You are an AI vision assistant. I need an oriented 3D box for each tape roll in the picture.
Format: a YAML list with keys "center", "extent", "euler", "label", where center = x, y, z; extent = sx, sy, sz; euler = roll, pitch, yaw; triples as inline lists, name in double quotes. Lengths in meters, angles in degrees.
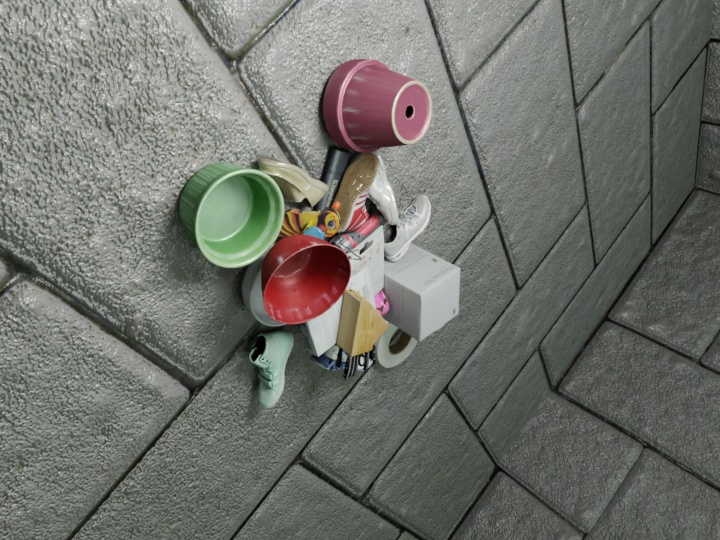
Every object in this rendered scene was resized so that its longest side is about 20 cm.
- center: [0.113, 0.207, 1.758]
  extent: [0.202, 0.037, 0.205]
  euler: [-26, 130, -35]
  label: "tape roll"

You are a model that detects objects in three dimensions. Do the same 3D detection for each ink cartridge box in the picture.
- center: [0.000, 0.000, 1.435]
  extent: [0.160, 0.047, 0.202]
  euler: [-41, 140, -41]
  label: "ink cartridge box"
- center: [-0.057, 0.093, 1.373]
  extent: [0.199, 0.057, 0.164]
  euler: [-38, 136, -28]
  label: "ink cartridge box"

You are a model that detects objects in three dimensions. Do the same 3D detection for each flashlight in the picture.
- center: [0.006, -0.109, 1.433]
  extent: [0.200, 0.068, 0.068]
  euler: [-45, -177, -22]
  label: "flashlight"

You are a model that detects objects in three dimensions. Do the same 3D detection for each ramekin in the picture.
- center: [-0.259, -0.116, 1.118]
  extent: [0.199, 0.097, 0.202]
  euler: [-25, 130, -34]
  label: "ramekin"

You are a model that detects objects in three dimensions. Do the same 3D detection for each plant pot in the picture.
- center: [0.048, -0.348, 1.218]
  extent: [0.199, 0.178, 0.202]
  euler: [-21, 121, -39]
  label: "plant pot"

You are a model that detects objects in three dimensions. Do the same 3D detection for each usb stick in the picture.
- center: [-0.072, -0.191, 1.320]
  extent: [0.055, 0.032, 0.202]
  euler: [0, 113, -47]
  label: "usb stick"

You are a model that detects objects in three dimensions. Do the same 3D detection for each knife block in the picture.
- center: [-0.020, 0.164, 1.370]
  extent: [0.176, 0.064, 0.200]
  euler: [-50, 140, -9]
  label: "knife block"

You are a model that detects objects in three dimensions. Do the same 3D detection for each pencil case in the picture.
- center: [-0.023, 0.114, 1.519]
  extent: [0.199, 0.090, 0.095]
  euler: [-28, 99, -32]
  label: "pencil case"

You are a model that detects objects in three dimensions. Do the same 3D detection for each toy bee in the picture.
- center: [-0.088, -0.108, 1.254]
  extent: [0.198, 0.131, 0.110]
  euler: [10, 108, -20]
  label: "toy bee"

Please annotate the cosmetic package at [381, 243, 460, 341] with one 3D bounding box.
- center: [0.151, 0.055, 1.576]
  extent: [0.167, 0.199, 0.168]
  euler: [-30, 132, -32]
  label: "cosmetic package"

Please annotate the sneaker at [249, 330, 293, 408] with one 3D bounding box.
- center: [-0.240, 0.242, 1.376]
  extent: [0.118, 0.073, 0.203]
  euler: [9, 97, -55]
  label: "sneaker"

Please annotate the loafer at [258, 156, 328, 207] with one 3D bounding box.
- center: [-0.145, -0.186, 1.213]
  extent: [0.199, 0.075, 0.069]
  euler: [20, 93, -51]
  label: "loafer"

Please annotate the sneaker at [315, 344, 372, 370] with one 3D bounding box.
- center: [-0.028, 0.212, 1.578]
  extent: [0.198, 0.080, 0.116]
  euler: [5, 112, -46]
  label: "sneaker"

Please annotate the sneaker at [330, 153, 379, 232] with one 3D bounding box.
- center: [-0.004, -0.180, 1.340]
  extent: [0.201, 0.071, 0.112]
  euler: [-60, 163, 11]
  label: "sneaker"

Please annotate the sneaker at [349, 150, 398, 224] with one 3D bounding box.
- center: [0.032, -0.197, 1.391]
  extent: [0.088, 0.075, 0.202]
  euler: [-21, 114, 1]
  label: "sneaker"

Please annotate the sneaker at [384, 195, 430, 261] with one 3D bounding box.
- center: [0.121, -0.124, 1.533]
  extent: [0.082, 0.074, 0.201]
  euler: [37, 81, -43]
  label: "sneaker"

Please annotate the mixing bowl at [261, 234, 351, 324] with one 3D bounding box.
- center: [-0.129, 0.001, 1.174]
  extent: [0.198, 0.109, 0.202]
  euler: [-21, 136, -21]
  label: "mixing bowl"

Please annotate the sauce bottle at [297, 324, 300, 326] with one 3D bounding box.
- center: [-0.090, 0.078, 1.440]
  extent: [0.199, 0.066, 0.067]
  euler: [-25, 130, -42]
  label: "sauce bottle"

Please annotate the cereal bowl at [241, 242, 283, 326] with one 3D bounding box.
- center: [-0.189, 0.022, 1.289]
  extent: [0.199, 0.083, 0.202]
  euler: [-25, 129, -34]
  label: "cereal bowl"
